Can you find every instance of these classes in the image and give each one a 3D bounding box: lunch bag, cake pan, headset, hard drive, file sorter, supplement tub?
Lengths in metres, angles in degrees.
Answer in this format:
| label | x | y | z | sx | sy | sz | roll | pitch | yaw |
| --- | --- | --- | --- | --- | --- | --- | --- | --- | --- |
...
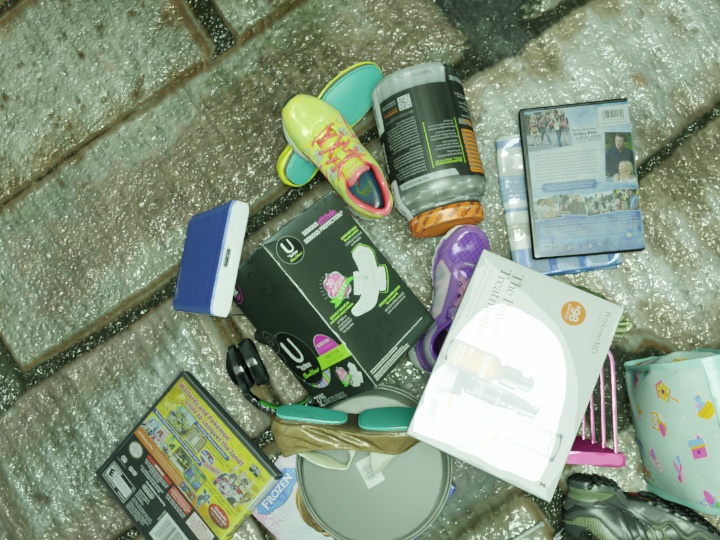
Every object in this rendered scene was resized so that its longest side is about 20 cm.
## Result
| label | x | y | z | sx | sy | sz | roll | pitch | yaw |
| --- | --- | --- | --- | --- | --- | --- | --- | --- | --- |
| lunch bag | 0.388 | 0.176 | 0.762 | 0.121 | 0.200 | 0.172 | -10 | 81 | 4 |
| cake pan | 0.015 | 0.242 | 0.829 | 0.198 | 0.037 | 0.203 | -1 | 82 | 5 |
| headset | -0.130 | 0.101 | 0.898 | 0.200 | 0.094 | 0.124 | 45 | 84 | -6 |
| hard drive | -0.193 | -0.011 | 0.849 | 0.025 | 0.199 | 0.133 | 13 | 83 | -26 |
| file sorter | 0.207 | 0.148 | 0.783 | 0.137 | 0.200 | 0.127 | 1 | 82 | 5 |
| supplement tub | 0.091 | -0.151 | 0.871 | 0.121 | 0.123 | 0.202 | -12 | 81 | 4 |

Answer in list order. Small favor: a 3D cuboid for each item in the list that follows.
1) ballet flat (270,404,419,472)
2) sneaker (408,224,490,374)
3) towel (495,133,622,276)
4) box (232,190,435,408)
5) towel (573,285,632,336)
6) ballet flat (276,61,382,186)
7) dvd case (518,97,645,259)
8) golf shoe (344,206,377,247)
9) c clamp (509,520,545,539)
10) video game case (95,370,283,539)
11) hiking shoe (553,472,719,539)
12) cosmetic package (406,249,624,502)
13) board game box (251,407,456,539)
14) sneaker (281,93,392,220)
| label | x | y | z | sx | sy | sz | roll | pitch | yaw |
| --- | --- | --- | --- | --- | --- | --- | --- | --- | --- |
| ballet flat | -0.007 | 0.199 | 0.791 | 0.198 | 0.068 | 0.073 | 0 | 102 | 5 |
| sneaker | 0.122 | 0.043 | 0.840 | 0.080 | 0.088 | 0.202 | 15 | 96 | -9 |
| towel | 0.263 | -0.094 | 0.897 | 0.145 | 0.024 | 0.202 | -7 | 82 | 5 |
| box | -0.042 | 0.039 | 0.806 | 0.124 | 0.148 | 0.201 | -40 | 93 | -35 |
| towel | 0.222 | 0.050 | 0.797 | 0.147 | 0.200 | 0.037 | 0 | 99 | 6 |
| ballet flat | -0.049 | -0.203 | 0.920 | 0.067 | 0.067 | 0.201 | 37 | 91 | -28 |
| dvd case | 0.286 | -0.119 | 0.877 | 0.141 | 0.018 | 0.202 | -5 | 84 | 6 |
| golf shoe | 0.000 | 0.000 | 0.876 | 0.072 | 0.092 | 0.201 | -36 | 84 | -1 |
| c clamp | 0.192 | 0.441 | 0.834 | 0.169 | 0.027 | 0.202 | -24 | 81 | 2 |
| video game case | -0.226 | 0.265 | 0.875 | 0.200 | 0.026 | 0.181 | 40 | 88 | 23 |
| hiking shoe | 0.341 | 0.323 | 0.820 | 0.198 | 0.076 | 0.102 | 18 | 93 | 16 |
| cosmetic package | 0.152 | 0.101 | 0.672 | 0.150 | 0.052 | 0.202 | 23 | 82 | 7 |
| board game box | -0.015 | 0.287 | 0.865 | 0.199 | 0.041 | 0.200 | 39 | 87 | 9 |
| sneaker | -0.021 | -0.144 | 0.859 | 0.078 | 0.090 | 0.200 | -44 | 110 | -1 |
